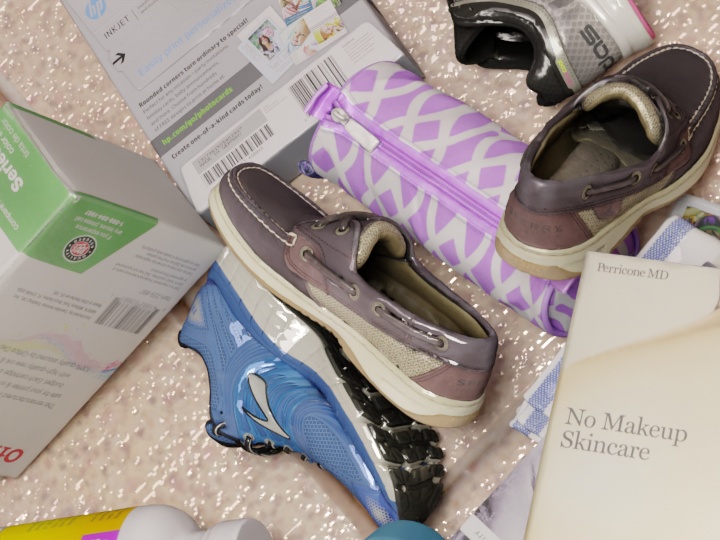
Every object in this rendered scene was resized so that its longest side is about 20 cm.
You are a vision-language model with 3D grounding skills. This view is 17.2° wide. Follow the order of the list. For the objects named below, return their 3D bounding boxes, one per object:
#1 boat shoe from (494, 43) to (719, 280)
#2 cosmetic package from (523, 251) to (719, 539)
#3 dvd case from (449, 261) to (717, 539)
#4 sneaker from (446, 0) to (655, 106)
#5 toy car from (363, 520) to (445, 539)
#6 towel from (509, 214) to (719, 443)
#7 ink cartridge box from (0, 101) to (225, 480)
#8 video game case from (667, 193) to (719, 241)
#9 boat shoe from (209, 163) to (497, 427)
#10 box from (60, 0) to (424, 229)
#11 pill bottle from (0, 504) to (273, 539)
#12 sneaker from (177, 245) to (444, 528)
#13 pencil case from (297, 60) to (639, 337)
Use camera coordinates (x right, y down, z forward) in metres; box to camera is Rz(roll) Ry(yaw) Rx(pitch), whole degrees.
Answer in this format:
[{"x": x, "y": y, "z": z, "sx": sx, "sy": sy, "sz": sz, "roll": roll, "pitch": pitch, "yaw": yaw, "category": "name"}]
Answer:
[{"x": 0.138, "y": -0.070, "z": 1.250, "sx": 0.072, "sy": 0.065, "sz": 0.200, "roll": 30, "pitch": 47, "yaw": 21, "category": "boat shoe"}, {"x": 0.144, "y": 0.100, "z": 1.164, "sx": 0.103, "sy": 0.073, "sz": 0.201, "roll": 7, "pitch": 73, "yaw": 19, "category": "cosmetic package"}, {"x": 0.163, "y": 0.113, "z": 1.204, "sx": 0.200, "sy": 0.016, "sz": 0.149, "roll": -47, "pitch": 64, "yaw": -1, "category": "dvd case"}, {"x": 0.070, "y": -0.165, "z": 1.356, "sx": 0.087, "sy": 0.074, "sz": 0.200, "roll": -46, "pitch": 67, "yaw": -5, "category": "sneaker"}, {"x": -0.004, "y": 0.264, "z": 1.207, "sx": 0.177, "sy": 0.184, "sz": 0.200, "roll": 35, "pitch": 119, "yaw": 15, "category": "toy car"}, {"x": 0.193, "y": 0.077, "z": 1.228, "sx": 0.200, "sy": 0.024, "sz": 0.147, "roll": 37, "pitch": 87, "yaw": 27, "category": "towel"}, {"x": -0.199, "y": 0.018, "z": 1.344, "sx": 0.200, "sy": 0.145, "sz": 0.088, "roll": -49, "pitch": 59, "yaw": 14, "category": "ink cartridge box"}, {"x": 0.223, "y": 0.071, "z": 1.243, "sx": 0.200, "sy": 0.023, "sz": 0.182, "roll": 20, "pitch": 81, "yaw": 27, "category": "video game case"}, {"x": 0.000, "y": 0.000, "z": 1.288, "sx": 0.200, "sy": 0.072, "sz": 0.065, "roll": 44, "pitch": 123, "yaw": 25, "category": "boat shoe"}, {"x": -0.077, "y": -0.146, "z": 1.430, "sx": 0.156, "sy": 0.041, "sz": 0.200, "roll": -38, "pitch": 63, "yaw": 7, "category": "box"}, {"x": -0.146, "y": 0.186, "z": 1.307, "sx": 0.199, "sy": 0.104, "sz": 0.105, "roll": -11, "pitch": 68, "yaw": 19, "category": "pill bottle"}, {"x": -0.031, "y": 0.078, "z": 1.324, "sx": 0.089, "sy": 0.078, "sz": 0.200, "roll": -51, "pitch": 58, "yaw": 16, "category": "sneaker"}, {"x": 0.059, "y": -0.043, "z": 1.314, "sx": 0.200, "sy": 0.085, "sz": 0.084, "roll": 34, "pitch": 89, "yaw": 27, "category": "pencil case"}]
